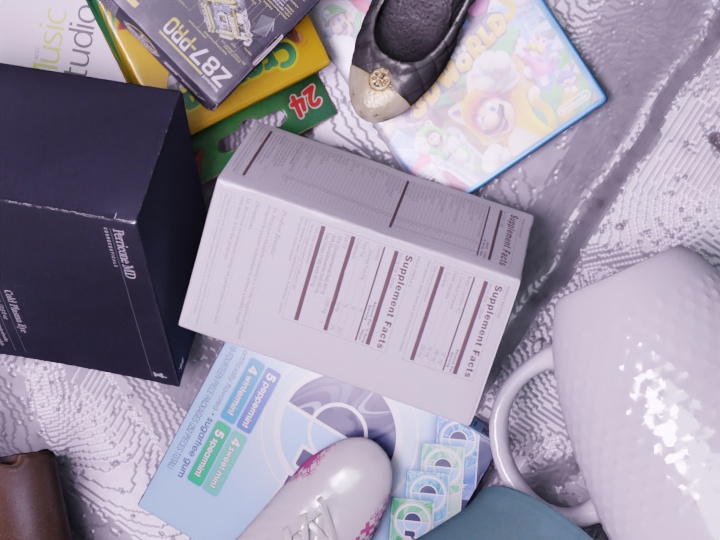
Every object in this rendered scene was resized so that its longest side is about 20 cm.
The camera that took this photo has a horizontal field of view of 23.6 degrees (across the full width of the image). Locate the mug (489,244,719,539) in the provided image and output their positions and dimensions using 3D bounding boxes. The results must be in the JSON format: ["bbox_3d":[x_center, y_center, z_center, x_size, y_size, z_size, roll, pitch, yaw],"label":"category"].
[{"bbox_3d":[0.177,0.092,1.103,0.199,0.147,0.177,-24,86,18],"label":"mug"}]

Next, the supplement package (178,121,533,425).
[{"bbox_3d":[0.000,0.000,1.119,0.198,0.114,0.110,19,116,3],"label":"supplement package"}]

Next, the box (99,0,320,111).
[{"bbox_3d":[-0.108,-0.229,1.100,0.200,0.049,0.161,44,80,-8],"label":"box"}]

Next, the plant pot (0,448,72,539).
[{"bbox_3d":[-0.268,0.230,1.171,0.198,0.200,0.201,-8,85,10],"label":"plant pot"}]

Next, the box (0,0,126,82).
[{"bbox_3d":[-0.228,-0.128,1.208,0.198,0.036,0.146,11,95,9],"label":"box"}]

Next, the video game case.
[{"bbox_3d":[0.054,-0.159,1.167,0.142,0.018,0.201,-33,88,11],"label":"video game case"}]

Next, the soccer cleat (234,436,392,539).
[{"bbox_3d":[-0.054,0.194,1.132,0.070,0.086,0.200,44,101,3],"label":"soccer cleat"}]

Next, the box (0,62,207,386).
[{"bbox_3d":[-0.201,-0.030,1.121,0.180,0.201,0.105,11,58,9],"label":"box"}]

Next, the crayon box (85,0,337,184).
[{"bbox_3d":[-0.106,-0.170,1.150,0.126,0.051,0.201,-28,96,-11],"label":"crayon box"}]

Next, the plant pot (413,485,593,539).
[{"bbox_3d":[0.074,0.247,1.087,0.200,0.200,0.188,42,70,4],"label":"plant pot"}]

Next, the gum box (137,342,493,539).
[{"bbox_3d":[-0.027,0.138,1.189,0.199,0.045,0.171,30,99,7],"label":"gum box"}]

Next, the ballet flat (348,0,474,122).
[{"bbox_3d":[0.047,-0.188,1.128,0.066,0.057,0.201,31,98,7],"label":"ballet flat"}]
